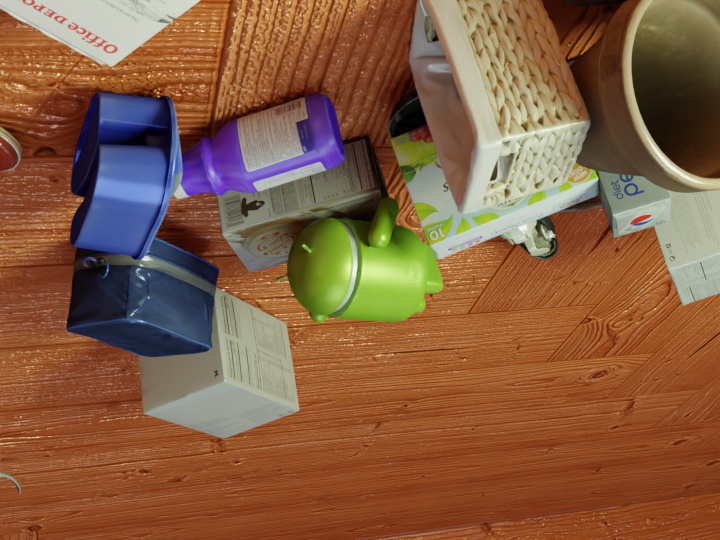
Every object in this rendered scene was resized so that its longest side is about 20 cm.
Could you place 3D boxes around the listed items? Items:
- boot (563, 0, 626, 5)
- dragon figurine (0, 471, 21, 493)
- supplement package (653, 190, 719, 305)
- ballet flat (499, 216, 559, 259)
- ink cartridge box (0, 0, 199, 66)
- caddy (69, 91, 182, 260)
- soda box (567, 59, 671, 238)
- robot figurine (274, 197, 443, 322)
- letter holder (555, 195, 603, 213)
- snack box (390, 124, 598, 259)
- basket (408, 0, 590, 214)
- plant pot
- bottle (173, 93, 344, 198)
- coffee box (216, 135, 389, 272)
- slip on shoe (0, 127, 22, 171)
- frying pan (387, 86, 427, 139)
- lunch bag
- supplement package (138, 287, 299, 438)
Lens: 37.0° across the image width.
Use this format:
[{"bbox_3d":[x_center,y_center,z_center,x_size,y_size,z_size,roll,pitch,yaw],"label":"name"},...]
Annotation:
[{"bbox_3d":[0.289,-0.264,1.131,0.183,0.065,0.200,-14,158,1],"label":"boot"},{"bbox_3d":[-0.721,0.375,1.964,0.098,0.060,0.199,-24,151,23],"label":"dragon figurine"},{"bbox_3d":[0.476,-0.092,1.394,0.197,0.194,0.147,-20,154,17],"label":"supplement package"},{"bbox_3d":[0.226,-0.063,1.487,0.072,0.074,0.199,-23,151,23],"label":"ballet flat"},{"bbox_3d":[-0.193,-0.274,0.878,0.198,0.085,0.144,-28,149,27],"label":"ink cartridge box"},{"bbox_3d":[-0.242,-0.099,1.141,0.103,0.143,0.200,7,149,-23],"label":"caddy"},{"bbox_3d":[0.284,-0.144,1.200,0.067,0.203,0.064,-16,155,8],"label":"soda box"},{"bbox_3d":[0.000,0.000,1.278,0.197,0.117,0.176,5,143,-32],"label":"robot figurine"},{"bbox_3d":[0.297,-0.124,1.313,0.197,0.144,0.101,-12,154,1],"label":"letter holder"},{"bbox_3d":[0.149,-0.116,1.210,0.197,0.144,0.053,-22,159,5],"label":"snack box"},{"bbox_3d":[0.135,-0.181,1.077,0.121,0.203,0.136,-12,155,-10],"label":"basket"},{"bbox_3d":[0.280,-0.168,1.064,0.197,0.204,0.174,3,175,-28],"label":"plant pot"},{"bbox_3d":[-0.118,-0.130,1.194,0.197,0.085,0.065,-17,154,9],"label":"bottle"},{"bbox_3d":[-0.065,-0.079,1.320,0.197,0.081,0.115,-15,154,6],"label":"coffee box"},{"bbox_3d":[-0.442,-0.127,1.092,0.198,0.062,0.074,12,144,-41],"label":"slip on shoe"},{"bbox_3d":[0.114,-0.190,1.232,0.188,0.031,0.115,-13,159,-26],"label":"frying pan"},{"bbox_3d":[-0.281,0.024,1.380,0.134,0.135,0.199,-7,159,29],"label":"lunch bag"},{"bbox_3d":[-0.213,0.143,1.614,0.150,0.153,0.200,-22,152,22],"label":"supplement package"}]
